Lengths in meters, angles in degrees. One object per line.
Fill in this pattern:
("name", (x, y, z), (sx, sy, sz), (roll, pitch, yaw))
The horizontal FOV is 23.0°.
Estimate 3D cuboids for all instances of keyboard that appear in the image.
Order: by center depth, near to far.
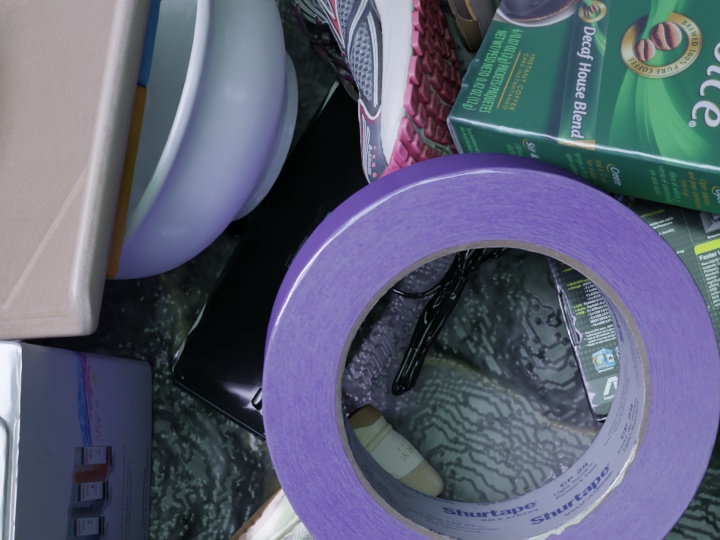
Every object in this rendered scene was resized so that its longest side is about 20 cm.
("keyboard", (0.000, 0.000, 0.900), (0.127, 0.021, 0.200), (31, 91, 18))

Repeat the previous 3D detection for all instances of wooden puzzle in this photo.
("wooden puzzle", (-0.143, -0.057, 0.826), (0.037, 0.200, 0.185), (14, 79, -29))

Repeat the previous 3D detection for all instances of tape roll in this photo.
("tape roll", (0.056, 0.050, 0.794), (0.200, 0.066, 0.201), (0, 99, -2))

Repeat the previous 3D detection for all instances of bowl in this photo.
("bowl", (-0.093, -0.080, 0.868), (0.090, 0.201, 0.201), (15, 85, -33))

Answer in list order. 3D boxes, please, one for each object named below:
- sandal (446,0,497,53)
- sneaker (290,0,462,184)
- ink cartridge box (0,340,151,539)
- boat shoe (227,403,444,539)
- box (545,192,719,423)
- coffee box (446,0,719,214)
("sandal", (0.059, -0.208, 0.876), (0.054, 0.082, 0.200), (-9, 77, 12))
("sneaker", (0.005, -0.118, 0.875), (0.075, 0.081, 0.200), (-17, 57, 15))
("ink cartridge box", (-0.195, 0.107, 0.830), (0.145, 0.200, 0.145), (1, 84, 10))
("boat shoe", (-0.044, 0.156, 0.864), (0.065, 0.072, 0.200), (44, 93, 3))
("box", (0.186, -0.029, 0.857), (0.200, 0.044, 0.160), (-18, 80, 8))
("coffee box", (0.154, -0.090, 0.814), (0.200, 0.044, 0.123), (14, 66, 25))
